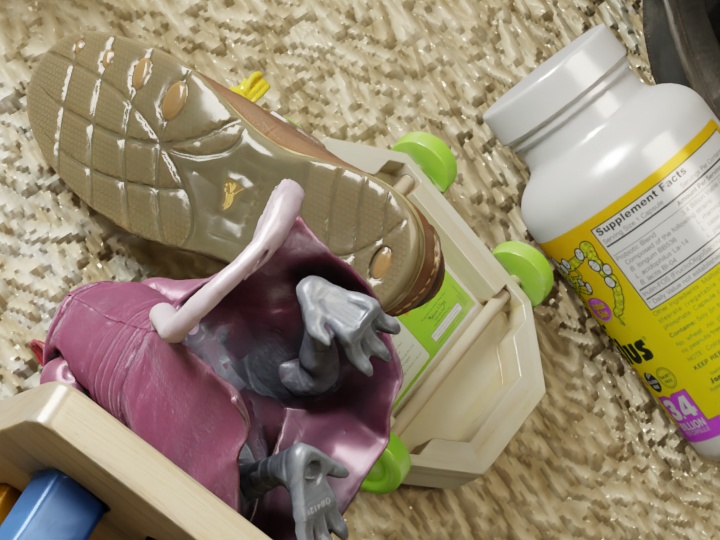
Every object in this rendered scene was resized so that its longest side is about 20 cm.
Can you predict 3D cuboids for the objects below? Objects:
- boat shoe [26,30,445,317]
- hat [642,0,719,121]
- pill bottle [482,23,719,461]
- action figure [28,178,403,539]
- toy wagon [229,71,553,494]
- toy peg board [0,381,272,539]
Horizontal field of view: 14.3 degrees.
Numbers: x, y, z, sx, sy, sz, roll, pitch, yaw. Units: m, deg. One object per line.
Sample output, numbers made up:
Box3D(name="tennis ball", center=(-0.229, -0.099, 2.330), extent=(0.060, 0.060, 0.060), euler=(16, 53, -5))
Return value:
Box3D(name="boat shoe", center=(-0.052, -0.034, 1.192), extent=(0.200, 0.072, 0.068), euler=(29, 2, 24))
Box3D(name="hat", center=(0.196, -0.117, 1.472), extent=(0.200, 0.081, 0.201), euler=(13, 68, -37))
Box3D(name="pill bottle", center=(0.146, -0.016, 1.359), extent=(0.200, 0.104, 0.104), euler=(53, 46, -5))
Box3D(name="action figure", center=(-0.078, 0.043, 1.091), extent=(0.134, 0.200, 0.149), euler=(-49, 126, -20))
Box3D(name="toy wagon", center=(0.000, 0.000, 1.275), extent=(0.200, 0.040, 0.155), euler=(49, 46, -8))
Box3D(name="toy peg board", center=(-0.093, 0.149, 1.023), extent=(0.200, 0.199, 0.098), euler=(39, 64, -17))
